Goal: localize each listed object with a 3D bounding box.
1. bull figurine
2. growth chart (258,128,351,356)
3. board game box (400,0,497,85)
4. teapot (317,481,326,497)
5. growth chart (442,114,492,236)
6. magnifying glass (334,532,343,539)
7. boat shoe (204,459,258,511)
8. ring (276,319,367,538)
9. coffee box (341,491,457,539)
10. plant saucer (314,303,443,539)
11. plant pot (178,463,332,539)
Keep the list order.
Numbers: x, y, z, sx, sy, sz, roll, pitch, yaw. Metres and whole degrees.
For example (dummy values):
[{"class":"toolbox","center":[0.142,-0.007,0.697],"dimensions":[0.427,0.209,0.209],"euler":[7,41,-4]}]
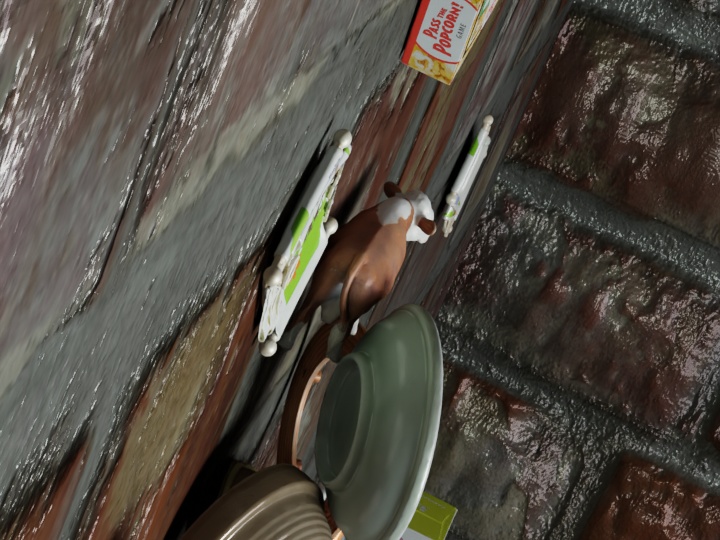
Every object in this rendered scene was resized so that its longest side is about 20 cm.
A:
[{"class":"bull figurine","center":[0.000,0.000,1.581],"dimensions":[0.122,0.065,0.200],"euler":[-60,172,22]},{"class":"growth chart","center":[-0.039,-0.022,1.368],"dimensions":[0.200,0.018,0.146],"euler":[103,12,-70]},{"class":"board game box","center":[0.100,-0.263,1.479],"dimensions":[0.201,0.046,0.152],"euler":[109,7,-46]},{"class":"teapot","center":[-0.073,0.305,1.822],"dimensions":[0.200,0.195,0.147],"euler":[-105,178,-66]},{"class":"growth chart","center":[0.142,-0.121,2.613],"dimensions":[0.200,0.018,0.146],"euler":[80,35,-81]},{"class":"magnifying glass","center":[-0.056,0.276,1.718],"dimensions":[0.201,0.079,0.022],"euler":[-58,-161,4]},{"class":"boat shoe","center":[-0.089,0.201,1.606],"dimensions":[0.073,0.067,0.200],"euler":[-65,175,1]},{"class":"ring","center":[-0.025,0.140,1.684],"dimensions":[0.200,0.019,0.203],"euler":[-39,-135,54]},{"class":"coffee box","center":[0.046,0.519,3.671],"dimensions":[0.200,0.198,0.199],"euler":[-47,161,-72]},{"class":"plant saucer","center":[0.005,0.121,1.520],"dimensions":[0.200,0.050,0.202],"euler":[-167,-90,-72]},{"class":"plant pot","center":[-0.079,0.256,1.497],"dimensions":[0.201,0.092,0.202],"euler":[-43,155,-26]}]
